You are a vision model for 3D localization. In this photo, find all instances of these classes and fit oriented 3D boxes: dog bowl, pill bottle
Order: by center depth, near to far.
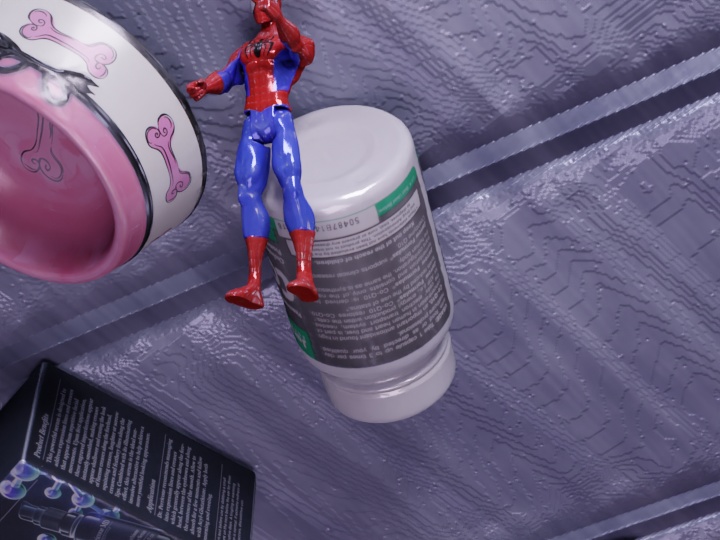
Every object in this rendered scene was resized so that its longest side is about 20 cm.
[{"bbox_3d":[-0.199,-0.076,1.028,0.200,0.074,0.200,19,139,17],"label":"dog bowl"},{"bbox_3d":[0.000,0.000,1.117,0.113,0.113,0.200,-10,128,8],"label":"pill bottle"}]

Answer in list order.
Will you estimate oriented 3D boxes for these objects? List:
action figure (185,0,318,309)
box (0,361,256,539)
[{"bbox_3d":[-0.065,-0.087,0.993,0.065,0.201,0.099,-8,161,21],"label":"action figure"},{"bbox_3d":[-0.203,0.189,1.272,0.200,0.107,0.148,31,123,-22],"label":"box"}]
